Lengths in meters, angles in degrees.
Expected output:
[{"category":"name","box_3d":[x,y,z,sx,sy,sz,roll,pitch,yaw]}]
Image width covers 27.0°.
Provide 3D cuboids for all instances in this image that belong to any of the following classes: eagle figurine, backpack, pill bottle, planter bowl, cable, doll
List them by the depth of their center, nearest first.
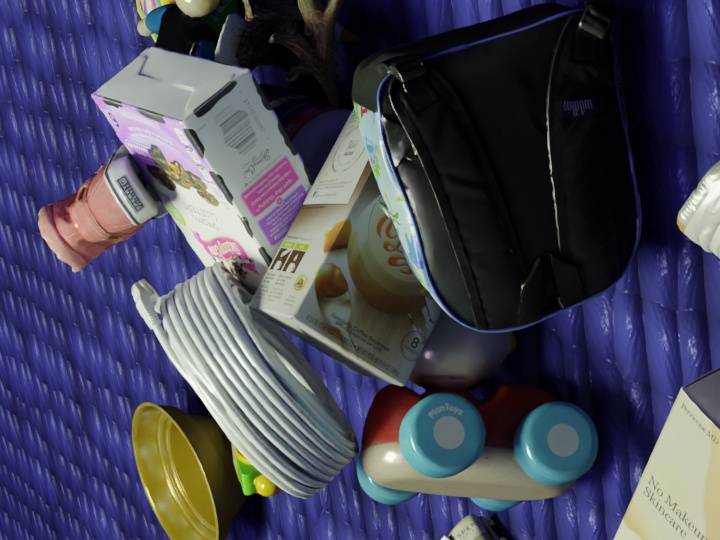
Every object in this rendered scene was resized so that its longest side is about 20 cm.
[{"category":"backpack","box_3d":[0.098,-0.072,1.045,0.147,0.182,0.201,-135,27,-74]},{"category":"cable","box_3d":[-0.080,0.086,1.189,0.200,0.069,0.200,53,-177,28]},{"category":"eagle figurine","box_3d":[-0.072,-0.210,1.272,0.151,0.152,0.200,40,180,-40]},{"category":"doll","box_3d":[-0.159,-0.176,1.314,0.137,0.048,0.201,55,144,34]},{"category":"pill bottle","box_3d":[-0.068,-0.104,1.349,0.200,0.112,0.113,25,128,50]},{"category":"planter bowl","box_3d":[-0.187,0.237,1.776,0.200,0.083,0.202,34,134,44]}]

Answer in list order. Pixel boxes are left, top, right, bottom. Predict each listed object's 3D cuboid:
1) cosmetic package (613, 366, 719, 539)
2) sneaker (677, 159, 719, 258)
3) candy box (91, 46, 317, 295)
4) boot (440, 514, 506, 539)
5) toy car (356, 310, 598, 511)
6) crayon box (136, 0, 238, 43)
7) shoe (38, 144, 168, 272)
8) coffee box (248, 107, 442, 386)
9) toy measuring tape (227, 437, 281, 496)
[{"category":"cosmetic package","box_3d":[0.249,0.168,1.041,0.105,0.071,0.201,47,143,34]},{"category":"sneaker","box_3d":[0.268,-0.069,0.887,0.088,0.076,0.200,41,145,15]},{"category":"candy box","box_3d":[-0.107,-0.072,1.211,0.167,0.071,0.201,21,148,54]},{"category":"boot","box_3d":[0.133,0.273,1.296,0.155,0.072,0.201,55,147,27]},{"category":"toy car","box_3d":[0.090,0.079,1.207,0.184,0.175,0.202,127,147,-70]},{"category":"crayon box","box_3d":[-0.169,-0.266,1.416,0.200,0.058,0.120,-123,26,-51]},{"category":"shoe","box_3d":[-0.220,-0.055,1.285,0.072,0.091,0.200,59,-179,-8]},{"category":"coffee box","box_3d":[0.018,-0.030,1.146,0.114,0.201,0.080,32,169,-27]},{"category":"toy measuring tape","box_3d":[-0.110,0.193,1.669,0.200,0.073,0.074,-122,23,-65]}]
